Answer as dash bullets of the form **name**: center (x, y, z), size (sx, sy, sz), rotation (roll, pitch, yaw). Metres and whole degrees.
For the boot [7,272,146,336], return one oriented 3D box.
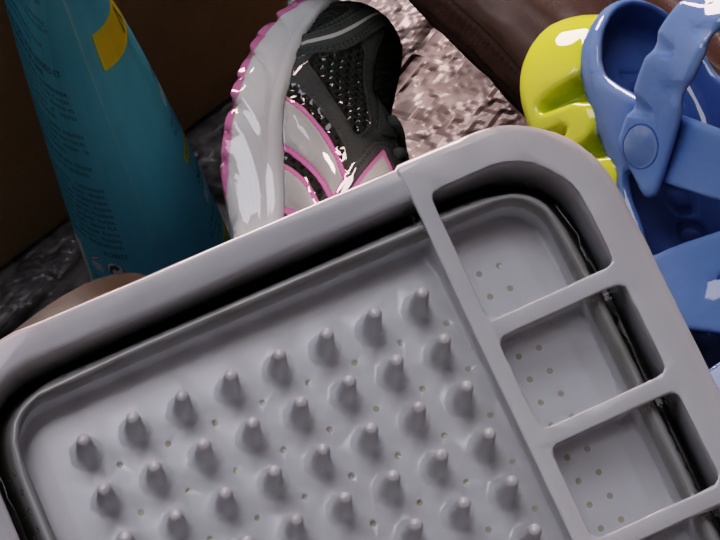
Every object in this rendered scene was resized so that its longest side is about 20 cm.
- **boot**: center (-0.111, 0.092, 0.824), size (0.075, 0.074, 0.200), rotation (39, 90, 30)

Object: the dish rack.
- **dish rack**: center (0.003, 0.069, 0.767), size (0.199, 0.044, 0.172), rotation (-23, 78, -11)

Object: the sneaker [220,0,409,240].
- **sneaker**: center (0.000, 0.000, 0.872), size (0.086, 0.081, 0.201), rotation (3, 51, 10)

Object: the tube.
- **tube**: center (-0.083, -0.053, 0.880), size (0.050, 0.201, 0.077), rotation (-32, 47, -13)

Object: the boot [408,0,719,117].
- **boot**: center (0.073, -0.110, 0.951), size (0.200, 0.064, 0.187), rotation (36, 46, 4)

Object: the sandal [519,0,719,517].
- **sandal**: center (0.116, -0.005, 0.807), size (0.079, 0.087, 0.201), rotation (-9, 66, -42)

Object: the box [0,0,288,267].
- **box**: center (-0.109, -0.074, 0.937), size (0.200, 0.164, 0.021), rotation (-39, 61, -20)
